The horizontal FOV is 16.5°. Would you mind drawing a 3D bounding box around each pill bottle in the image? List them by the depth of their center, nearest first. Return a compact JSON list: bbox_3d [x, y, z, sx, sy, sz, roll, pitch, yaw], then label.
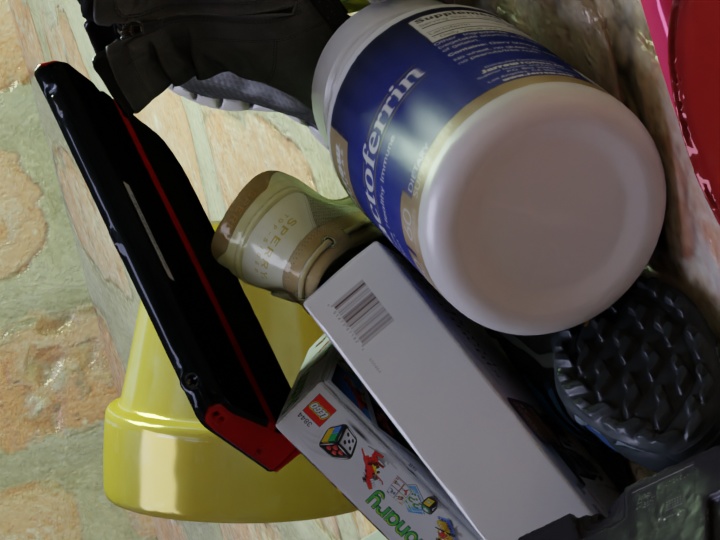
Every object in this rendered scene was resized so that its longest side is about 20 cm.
[{"bbox_3d":[0.051,-0.057,1.148,0.200,0.115,0.116,-133,28,-62],"label":"pill bottle"}]

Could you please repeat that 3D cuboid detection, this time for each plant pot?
[{"bbox_3d":[-0.080,0.064,1.731,0.201,0.200,0.190,-159,68,-74],"label":"plant pot"}]

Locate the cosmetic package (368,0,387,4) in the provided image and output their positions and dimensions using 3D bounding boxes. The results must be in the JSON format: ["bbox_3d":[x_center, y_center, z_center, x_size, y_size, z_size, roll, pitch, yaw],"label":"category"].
[{"bbox_3d":[-0.006,-0.230,1.248,0.200,0.073,0.104,-122,18,-48],"label":"cosmetic package"}]

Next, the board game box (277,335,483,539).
[{"bbox_3d":[0.021,0.091,1.259,0.126,0.035,0.200,45,-171,-3],"label":"board game box"}]

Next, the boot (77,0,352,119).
[{"bbox_3d":[-0.067,-0.109,1.251,0.070,0.131,0.200,52,168,56],"label":"boot"}]

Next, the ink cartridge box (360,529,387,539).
[{"bbox_3d":[0.065,0.241,1.334,0.200,0.145,0.145,34,143,48],"label":"ink cartridge box"}]

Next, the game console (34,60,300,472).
[{"bbox_3d":[-0.094,0.002,1.234,0.200,0.031,0.177,63,-172,17],"label":"game console"}]

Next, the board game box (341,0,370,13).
[{"bbox_3d":[-0.044,-0.176,1.397,0.200,0.101,0.048,-171,88,-76],"label":"board game box"}]

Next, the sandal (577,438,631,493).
[{"bbox_3d":[0.096,0.072,1.280,0.075,0.048,0.201,134,118,-75],"label":"sandal"}]

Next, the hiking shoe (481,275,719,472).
[{"bbox_3d":[0.124,0.049,1.131,0.087,0.074,0.200,54,177,-27],"label":"hiking shoe"}]

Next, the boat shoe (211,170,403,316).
[{"bbox_3d":[0.001,-0.002,1.233,0.063,0.073,0.201,35,-173,26],"label":"boat shoe"}]

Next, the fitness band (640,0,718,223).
[{"bbox_3d":[0.145,-0.086,0.903,0.144,0.037,0.201,169,84,-80],"label":"fitness band"}]

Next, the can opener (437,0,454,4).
[{"bbox_3d":[0.045,-0.052,1.319,0.067,0.053,0.201,-130,24,-61],"label":"can opener"}]

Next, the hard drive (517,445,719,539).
[{"bbox_3d":[0.120,0.166,0.970,0.038,0.140,0.200,42,-145,-29],"label":"hard drive"}]

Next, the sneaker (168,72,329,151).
[{"bbox_3d":[-0.045,-0.123,1.389,0.200,0.067,0.091,26,153,11],"label":"sneaker"}]

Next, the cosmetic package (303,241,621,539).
[{"bbox_3d":[0.069,0.085,1.177,0.200,0.052,0.151,52,-174,16],"label":"cosmetic package"}]

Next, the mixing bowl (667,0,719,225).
[{"bbox_3d":[0.158,-0.057,0.720,0.200,0.108,0.201,163,90,-77],"label":"mixing bowl"}]
